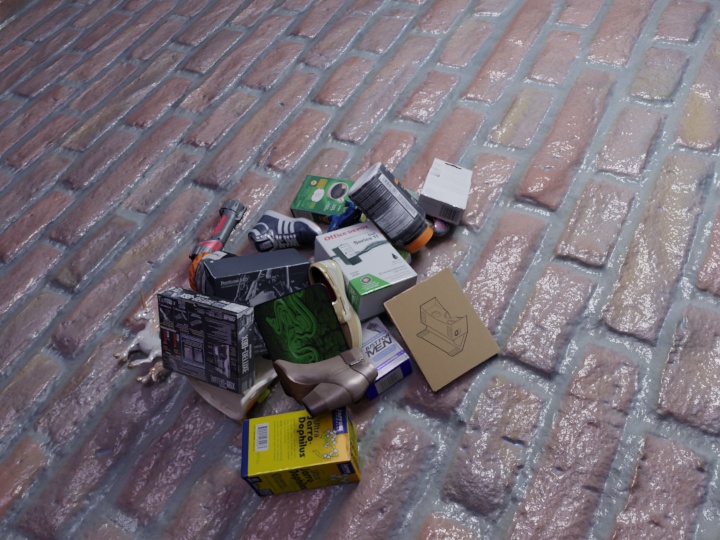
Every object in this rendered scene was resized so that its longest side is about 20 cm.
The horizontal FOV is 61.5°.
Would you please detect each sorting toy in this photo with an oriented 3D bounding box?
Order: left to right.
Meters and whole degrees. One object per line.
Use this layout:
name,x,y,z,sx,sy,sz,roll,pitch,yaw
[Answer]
sorting toy,-0.235,0.203,1.250,0.198,0.108,0.180,21,49,34

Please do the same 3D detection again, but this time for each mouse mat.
mouse mat,-0.107,0.138,1.172,0.159,0.203,0.008,-19,9,11

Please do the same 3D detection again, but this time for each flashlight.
flashlight,-0.360,-0.096,1.522,0.067,0.068,0.202,-16,42,39

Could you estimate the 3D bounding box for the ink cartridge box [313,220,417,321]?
ink cartridge box,0.006,-0.004,1.288,0.145,0.084,0.200,-19,48,-26

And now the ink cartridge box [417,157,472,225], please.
ink cartridge box,0.204,-0.193,1.446,0.108,0.051,0.201,20,37,3

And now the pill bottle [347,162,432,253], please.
pill bottle,0.072,-0.132,1.344,0.106,0.200,0.106,-41,14,13

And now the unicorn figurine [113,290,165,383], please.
unicorn figurine,-0.479,0.164,1.354,0.199,0.074,0.137,38,58,18

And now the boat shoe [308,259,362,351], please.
boat shoe,-0.056,0.078,1.195,0.074,0.066,0.203,-29,75,34

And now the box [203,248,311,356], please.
box,-0.206,0.068,1.233,0.197,0.185,0.104,-11,22,-25

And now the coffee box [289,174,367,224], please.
coffee box,-0.066,-0.173,1.525,0.197,0.044,0.124,10,57,20

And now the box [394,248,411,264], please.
box,0.000,0.000,1.384,0.197,0.037,0.145,14,57,21

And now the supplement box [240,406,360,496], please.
supplement box,-0.108,0.330,1.109,0.197,0.109,0.111,-11,52,5

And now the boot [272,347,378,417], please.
boot,-0.063,0.190,1.128,0.145,0.071,0.199,-31,37,-19

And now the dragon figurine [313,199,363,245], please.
dragon figurine,-0.023,-0.114,1.394,0.199,0.059,0.100,-35,32,3

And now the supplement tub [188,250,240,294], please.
supplement tub,-0.282,0.029,1.371,0.197,0.123,0.123,17,58,23

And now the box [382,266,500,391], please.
box,0.162,0.115,1.215,0.162,0.021,0.202,-28,77,-11

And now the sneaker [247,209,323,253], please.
sneaker,-0.185,-0.077,1.461,0.198,0.071,0.109,19,54,33

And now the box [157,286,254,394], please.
box,-0.291,0.129,1.140,0.197,0.160,0.050,11,20,27

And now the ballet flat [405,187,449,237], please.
ballet flat,0.124,-0.144,1.438,0.200,0.071,0.070,40,114,31

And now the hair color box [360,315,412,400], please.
hair color box,0.007,0.153,1.249,0.108,0.065,0.200,-32,52,-11
